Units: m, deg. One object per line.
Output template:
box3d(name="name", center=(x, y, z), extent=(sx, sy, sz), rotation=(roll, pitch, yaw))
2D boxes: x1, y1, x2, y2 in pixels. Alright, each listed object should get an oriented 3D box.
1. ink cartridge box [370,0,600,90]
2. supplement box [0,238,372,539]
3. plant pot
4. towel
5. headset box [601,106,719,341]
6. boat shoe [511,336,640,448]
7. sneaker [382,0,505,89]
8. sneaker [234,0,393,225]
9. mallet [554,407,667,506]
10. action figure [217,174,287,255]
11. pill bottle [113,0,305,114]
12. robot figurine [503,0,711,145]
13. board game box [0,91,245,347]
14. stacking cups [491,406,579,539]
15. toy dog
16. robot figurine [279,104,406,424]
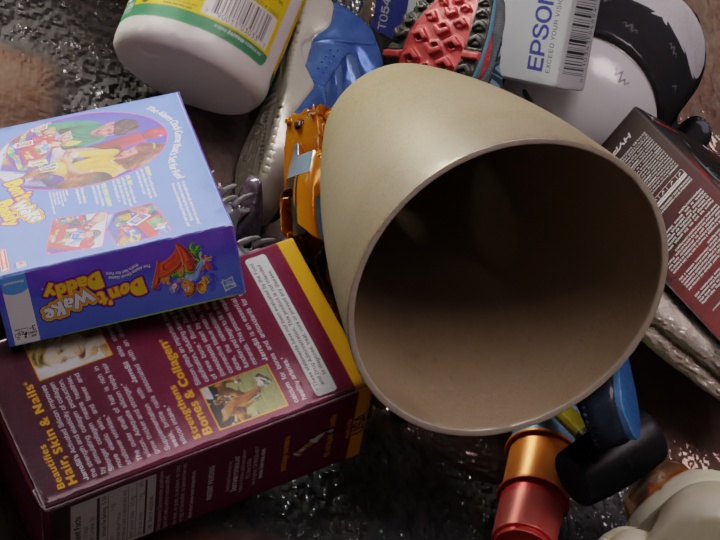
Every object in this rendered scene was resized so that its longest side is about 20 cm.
box3d(name="ink cartridge box", center=(0.088, -0.242, 1.542), extent=(0.200, 0.197, 0.043), rotation=(15, 10, 35))
box3d(name="supplement box", center=(-0.107, 0.076, 1.219), extent=(0.200, 0.086, 0.110), rotation=(-20, 61, -19))
box3d(name="plant pot", center=(0.052, -0.038, 1.245), extent=(0.187, 0.188, 0.200), rotation=(7, 28, -24))
box3d(name="towel", center=(0.195, 0.018, 1.474), extent=(0.200, 0.034, 0.133), rotation=(36, 14, -12))
box3d(name="headset box", center=(0.262, -0.010, 1.502), extent=(0.149, 0.077, 0.200), rotation=(21, 23, -51))
box3d(name="boat shoe", center=(0.127, 0.045, 1.318), extent=(0.069, 0.084, 0.200), rotation=(-15, 30, 5))
box3d(name="sneaker", center=(0.062, -0.102, 1.479), extent=(0.079, 0.200, 0.095), rotation=(19, 6, 37))
box3d(name="sneaker", center=(-0.015, -0.099, 1.488), extent=(0.111, 0.077, 0.200), rotation=(25, 48, -16))
box3d(name="mallet", center=(0.101, 0.076, 1.359), extent=(0.066, 0.041, 0.200), rotation=(-35, 52, -27))
box3d(name="action figure", center=(-0.135, -0.011, 1.336), extent=(0.200, 0.069, 0.130), rotation=(-6, 38, -43))
box3d(name="pill bottle", center=(-0.084, -0.219, 1.478), extent=(0.113, 0.113, 0.200), rotation=(24, 74, -8))
box3d(name="robot figurine", center=(0.184, -0.145, 1.618), extent=(0.150, 0.125, 0.200), rotation=(10, 35, 25))
box3d(name="board game box", center=(-0.152, -0.035, 1.253), extent=(0.134, 0.045, 0.200), rotation=(-13, 29, -8))
box3d(name="stacking cups", center=(0.121, 0.101, 1.387), extent=(0.060, 0.061, 0.200), rotation=(26, 42, -6))
box3d(name="toy dog", center=(0.197, 0.176, 1.280), extent=(0.139, 0.194, 0.200), rotation=(19, 8, 7))
box3d(name="robot figurine", center=(0.000, 0.000, 1.367), extent=(0.145, 0.058, 0.200), rotation=(18, 61, -44))
